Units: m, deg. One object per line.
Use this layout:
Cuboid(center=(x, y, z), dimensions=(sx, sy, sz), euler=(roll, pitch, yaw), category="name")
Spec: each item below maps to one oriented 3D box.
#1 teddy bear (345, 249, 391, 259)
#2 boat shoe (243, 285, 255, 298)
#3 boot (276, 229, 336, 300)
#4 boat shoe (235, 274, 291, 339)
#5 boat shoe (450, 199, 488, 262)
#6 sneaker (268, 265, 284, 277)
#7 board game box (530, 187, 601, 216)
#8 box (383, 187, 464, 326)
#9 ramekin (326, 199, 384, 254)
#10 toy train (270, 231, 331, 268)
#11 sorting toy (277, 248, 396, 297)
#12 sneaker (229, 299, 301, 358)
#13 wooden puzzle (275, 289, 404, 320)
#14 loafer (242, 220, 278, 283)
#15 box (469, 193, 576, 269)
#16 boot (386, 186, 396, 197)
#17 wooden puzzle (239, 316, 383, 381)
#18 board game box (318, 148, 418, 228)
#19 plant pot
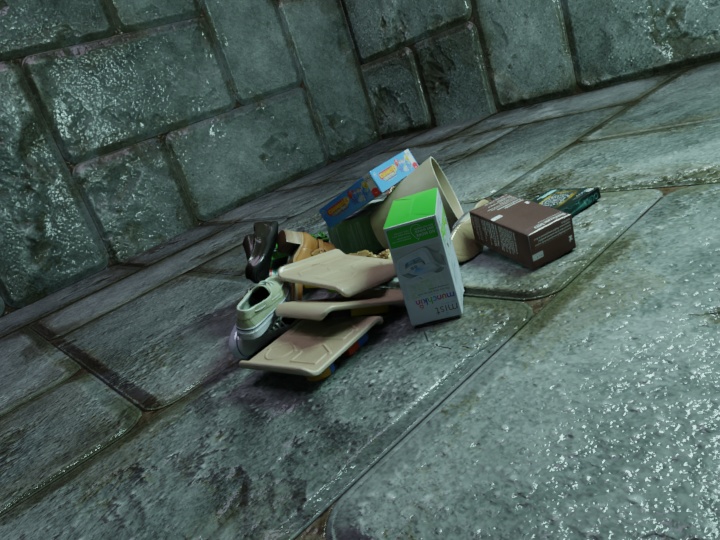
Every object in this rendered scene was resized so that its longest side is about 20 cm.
Cuboid(center=(0.000, 0.000, 1.252), dimensions=(0.195, 0.068, 0.146), euler=(-10, 28, 11), category="teddy bear")
Cuboid(center=(-0.227, 0.072, 1.225), dimensions=(0.059, 0.075, 0.200), euler=(-13, 16, 8), category="boat shoe")
Cuboid(center=(-0.112, 0.001, 1.310), dimensions=(0.152, 0.204, 0.073), euler=(13, -32, -36), category="boot")
Cuboid(center=(-0.180, 0.054, 1.070), dimensions=(0.070, 0.063, 0.201), euler=(7, 29, 9), category="boat shoe")
Cuboid(center=(0.228, -0.077, 1.207), dimensions=(0.065, 0.072, 0.201), euler=(-36, 12, 51), category="boat shoe")
Cuboid(center=(-0.194, 0.016, 1.423), dimensions=(0.091, 0.072, 0.200), euler=(6, 5, -9), category="sneaker")
Cuboid(center=(0.405, -0.130, 1.223), dimensions=(0.198, 0.029, 0.134), euler=(-29, 19, -24), category="board game box")
Cuboid(center=(0.118, -0.031, 0.995), dimensions=(0.095, 0.180, 0.201), euler=(-14, 18, 13), category="box")
Cuboid(center=(0.003, -0.113, 1.503), dimensions=(0.196, 0.099, 0.200), euler=(-18, 17, 6), category="ramekin")
Cuboid(center=(-0.152, -0.051, 1.389), dimensions=(0.197, 0.042, 0.056), euler=(-18, 51, -37), category="toy train")
Cuboid(center=(-0.037, 0.007, 1.114), dimensions=(0.198, 0.037, 0.183), euler=(14, 25, 42), category="sorting toy")
Cuboid(center=(-0.179, 0.103, 1.102), dimensions=(0.070, 0.074, 0.200), euler=(-12, 19, 32), category="sneaker")
Cuboid(center=(-0.033, 0.067, 1.033), dimensions=(0.197, 0.038, 0.183), euler=(-9, 4, -35), category="wooden puzzle")
Cuboid(center=(-0.235, -0.044, 1.275), dimensions=(0.070, 0.074, 0.202), euler=(8, 35, -1), category="loafer")
Cuboid(center=(0.303, -0.080, 1.074), dimensions=(0.099, 0.076, 0.200), euler=(-25, 27, -13), category="box")
Cuboid(center=(0.101, -0.192, 1.624), dimensions=(0.074, 0.109, 0.199), euler=(-28, 17, -20), category="boot")
Cuboid(center=(-0.079, 0.133, 0.957), dimensions=(0.183, 0.047, 0.199), euler=(-3, 19, 42), category="wooden puzzle")
Cuboid(center=(0.022, -0.202, 1.388), dimensions=(0.194, 0.056, 0.200), euler=(-31, 6, 41), category="board game box")
Cuboid(center=(0.128, -0.138, 1.352), dimensions=(0.198, 0.189, 0.188), euler=(-28, 14, 19), category="plant pot")
